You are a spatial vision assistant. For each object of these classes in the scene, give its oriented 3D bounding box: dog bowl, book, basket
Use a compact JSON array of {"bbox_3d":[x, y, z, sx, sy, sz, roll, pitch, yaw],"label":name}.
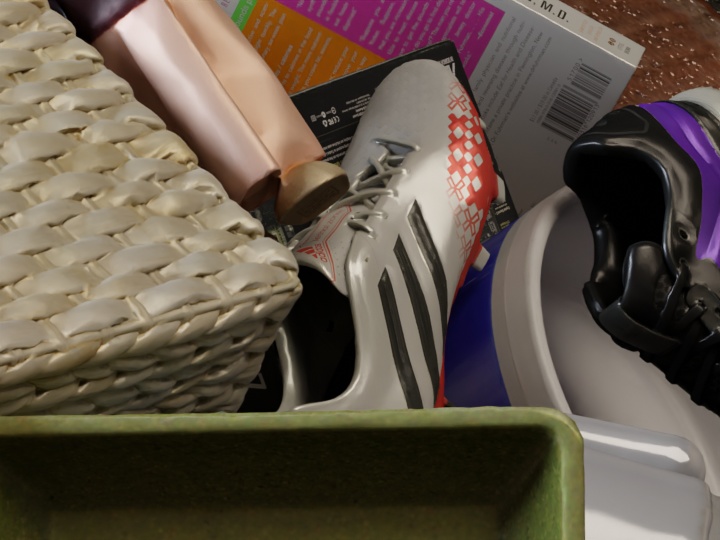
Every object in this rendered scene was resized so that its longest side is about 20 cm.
[{"bbox_3d":[0.113,0.066,1.173,0.200,0.079,0.200,30,42,-31],"label":"dog bowl"},{"bbox_3d":[0.014,-0.095,1.337,0.200,0.134,0.048,30,30,0],"label":"book"},{"bbox_3d":[-0.165,0.016,1.007,0.200,0.161,0.198,-15,53,-47],"label":"basket"}]

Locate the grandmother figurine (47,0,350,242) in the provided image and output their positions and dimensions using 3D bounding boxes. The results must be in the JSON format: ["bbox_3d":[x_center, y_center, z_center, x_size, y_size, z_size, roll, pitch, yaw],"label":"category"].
[{"bbox_3d":[-0.083,-0.098,1.077,0.200,0.121,0.061,53,-1,10],"label":"grandmother figurine"}]

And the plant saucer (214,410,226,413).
[{"bbox_3d":[-0.034,0.149,0.972,0.070,0.019,0.200,-16,82,-52],"label":"plant saucer"}]

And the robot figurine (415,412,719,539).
[{"bbox_3d":[0.071,0.117,0.965,0.200,0.113,0.170,15,52,1],"label":"robot figurine"}]

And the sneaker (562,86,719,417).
[{"bbox_3d":[0.136,0.024,1.116,0.099,0.070,0.200,-9,66,-44],"label":"sneaker"}]

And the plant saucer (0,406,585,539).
[{"bbox_3d":[-0.028,0.145,0.886,0.200,0.200,0.048,-1,-6,6],"label":"plant saucer"}]

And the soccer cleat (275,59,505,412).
[{"bbox_3d":[0.003,-0.005,1.109,0.085,0.069,0.200,33,54,-38],"label":"soccer cleat"}]

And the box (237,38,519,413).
[{"bbox_3d":[0.000,0.000,1.194,0.200,0.044,0.160,-26,97,-54],"label":"box"}]
